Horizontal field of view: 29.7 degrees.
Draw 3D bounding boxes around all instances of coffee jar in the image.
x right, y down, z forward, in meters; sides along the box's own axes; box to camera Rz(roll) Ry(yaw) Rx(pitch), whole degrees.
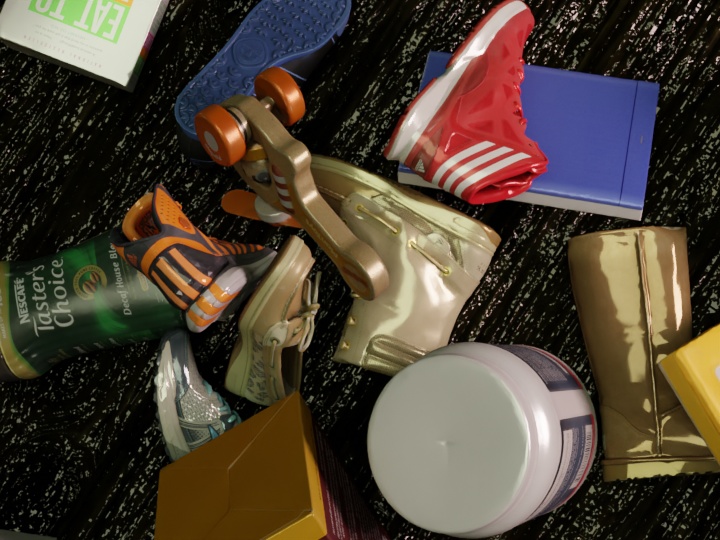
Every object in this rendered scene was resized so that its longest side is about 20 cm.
[{"bbox_3d":[-0.243,0.027,1.166,0.197,0.085,0.106,-17,82,7],"label":"coffee jar"}]

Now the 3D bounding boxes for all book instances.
[{"bbox_3d":[-0.228,-0.277,1.219,0.132,0.048,0.203,20,86,6],"label":"book"}]

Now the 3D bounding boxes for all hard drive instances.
[{"bbox_3d":[0.141,-0.114,1.122,0.197,0.026,0.133,10,56,10],"label":"hard drive"}]

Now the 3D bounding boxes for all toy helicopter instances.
[{"bbox_3d":[-0.051,-0.052,1.075,0.079,0.133,0.200,-35,76,-24],"label":"toy helicopter"}]

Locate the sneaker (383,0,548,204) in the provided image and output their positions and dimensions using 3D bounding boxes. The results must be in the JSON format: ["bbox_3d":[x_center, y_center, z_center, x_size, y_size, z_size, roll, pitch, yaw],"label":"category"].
[{"bbox_3d":[0.111,-0.125,1.087,0.115,0.079,0.201,37,61,4],"label":"sneaker"}]

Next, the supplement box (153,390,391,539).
[{"bbox_3d":[-0.049,0.241,1.024,0.132,0.198,0.202,-29,110,5],"label":"supplement box"}]

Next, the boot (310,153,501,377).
[{"bbox_3d":[0.000,0.000,1.140,0.198,0.073,0.157,24,89,8],"label":"boot"}]

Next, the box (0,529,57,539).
[{"bbox_3d":[-0.343,0.321,1.146,0.122,0.097,0.203,8,85,9],"label":"box"}]

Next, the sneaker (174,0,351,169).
[{"bbox_3d":[-0.086,-0.170,1.175,0.070,0.078,0.200,42,70,13],"label":"sneaker"}]

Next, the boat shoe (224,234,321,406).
[{"bbox_3d":[-0.061,0.046,1.096,0.062,0.201,0.074,29,56,5],"label":"boat shoe"}]

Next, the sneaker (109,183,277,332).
[{"bbox_3d":[-0.132,-0.019,1.090,0.112,0.200,0.078,44,95,2],"label":"sneaker"}]

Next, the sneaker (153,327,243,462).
[{"bbox_3d":[-0.118,0.141,1.138,0.085,0.078,0.203,-13,101,-1],"label":"sneaker"}]

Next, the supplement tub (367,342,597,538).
[{"bbox_3d":[0.096,0.126,1.035,0.138,0.200,0.143,-2,86,22],"label":"supplement tub"}]

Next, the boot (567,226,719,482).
[{"bbox_3d":[0.262,0.063,1.095,0.172,0.066,0.203,-6,82,7],"label":"boot"}]

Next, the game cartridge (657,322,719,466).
[{"bbox_3d":[0.344,0.118,1.044,0.175,0.032,0.202,-25,77,-32],"label":"game cartridge"}]
